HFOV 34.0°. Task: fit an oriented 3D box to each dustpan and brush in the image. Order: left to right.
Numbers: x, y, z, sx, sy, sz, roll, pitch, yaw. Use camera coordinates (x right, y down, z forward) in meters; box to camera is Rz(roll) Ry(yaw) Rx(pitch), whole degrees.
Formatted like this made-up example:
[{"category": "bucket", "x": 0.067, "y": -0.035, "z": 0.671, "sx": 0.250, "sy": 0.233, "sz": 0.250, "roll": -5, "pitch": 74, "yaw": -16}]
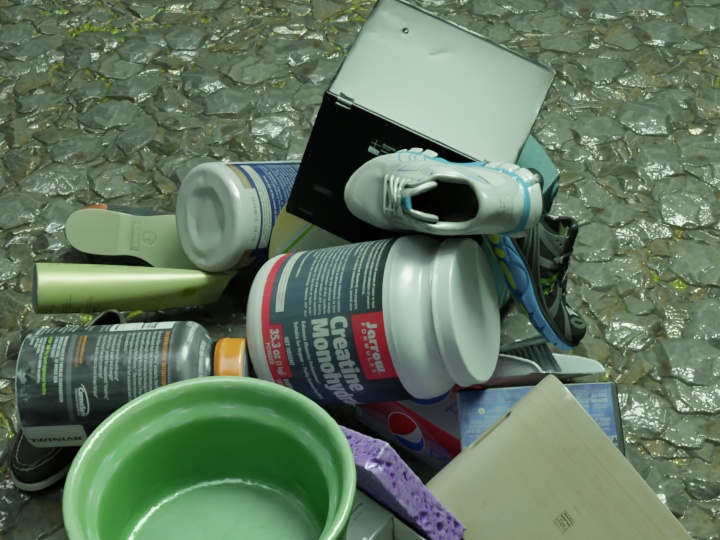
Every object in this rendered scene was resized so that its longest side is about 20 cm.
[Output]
[{"category": "dustpan and brush", "x": 0.124, "y": 0.087, "z": 1.149, "sx": 0.198, "sy": 0.058, "sz": 0.139, "roll": -14, "pitch": -12, "yaw": 35}]

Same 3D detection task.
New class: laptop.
[{"category": "laptop", "x": 0.057, "y": -0.122, "z": 1.112, "sx": 0.185, "sy": 0.202, "sz": 0.116, "roll": 25, "pitch": 28, "yaw": 6}]

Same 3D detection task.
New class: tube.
[{"category": "tube", "x": -0.234, "y": 0.019, "z": 1.208, "sx": 0.197, "sy": 0.053, "sz": 0.058, "roll": 0, "pitch": 19, "yaw": -22}]

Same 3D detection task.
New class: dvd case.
[{"category": "dvd case", "x": 0.159, "y": 0.197, "z": 0.995, "sx": 0.140, "sy": 0.018, "sz": 0.203, "roll": -3, "pitch": 71, "yaw": -1}]

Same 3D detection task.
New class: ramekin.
[{"category": "ramekin", "x": -0.100, "y": 0.178, "z": 0.818, "sx": 0.196, "sy": 0.099, "sz": 0.202, "roll": -1, "pitch": 39, "yaw": 1}]

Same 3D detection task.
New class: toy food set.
[{"category": "toy food set", "x": 0.165, "y": 0.206, "z": 0.958, "sx": 0.143, "sy": 0.060, "sz": 0.201, "roll": -39, "pitch": 72, "yaw": -1}]

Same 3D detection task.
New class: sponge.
[{"category": "sponge", "x": -0.004, "y": 0.167, "z": 0.976, "sx": 0.030, "sy": 0.112, "sz": 0.199, "roll": -51, "pitch": 26, "yaw": -17}]

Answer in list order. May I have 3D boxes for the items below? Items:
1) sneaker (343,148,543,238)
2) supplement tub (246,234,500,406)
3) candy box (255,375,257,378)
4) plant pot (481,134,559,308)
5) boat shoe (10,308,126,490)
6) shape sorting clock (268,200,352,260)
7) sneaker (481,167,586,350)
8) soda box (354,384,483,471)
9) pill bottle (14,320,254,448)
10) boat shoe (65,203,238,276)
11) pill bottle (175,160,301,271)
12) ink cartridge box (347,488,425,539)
[{"category": "sneaker", "x": 0.051, "y": -0.065, "z": 0.996, "sx": 0.198, "sy": 0.076, "sz": 0.086, "roll": 4, "pitch": 8, "yaw": 42}, {"category": "supplement tub", "x": 0.011, "y": 0.046, "z": 1.041, "sx": 0.197, "sy": 0.142, "sz": 0.141, "roll": -8, "pitch": 37, "yaw": 25}, {"category": "candy box", "x": -0.171, "y": 0.156, "z": 1.098, "sx": 0.113, "sy": 0.056, "sz": 0.201, "roll": 6, "pitch": 42, "yaw": 10}, {"category": "plant pot", "x": 0.092, "y": -0.067, "z": 1.230, "sx": 0.198, "sy": 0.199, "sz": 0.196, "roll": 23, "pitch": 35, "yaw": 16}, {"category": "boat shoe", "x": -0.281, "y": 0.120, "z": 1.139, "sx": 0.071, "sy": 0.061, "sz": 0.202, "roll": 10, "pitch": 43, "yaw": 15}, {"category": "shape sorting clock", "x": 0.000, "y": 0.000, "z": 1.167, "sx": 0.197, "sy": 0.203, "sz": 0.039, "roll": 17, "pitch": 25, "yaw": 20}, {"category": "sneaker", "x": 0.169, "y": -0.006, "z": 1.064, "sx": 0.082, "sy": 0.201, "sz": 0.071, "roll": -31, "pitch": 33, "yaw": -2}, {"category": "soda box", "x": 0.087, "y": 0.145, "z": 1.097, "sx": 0.198, "sy": 0.064, "sz": 0.070, "roll": 28, "pitch": 49, "yaw": 30}, {"category": "pill bottle", "x": -0.194, "y": 0.100, "z": 1.040, "sx": 0.196, "sy": 0.107, "sz": 0.107, "roll": -3, "pitch": 41, "yaw": 5}, {"category": "boat shoe", "x": -0.227, "y": -0.031, "z": 1.309, "sx": 0.196, "sy": 0.072, "sz": 0.063, "roll": 11, "pitch": 2, "yaw": 2}, {"category": "pill bottle", "x": -0.091, "y": -0.061, "z": 1.264, "sx": 0.198, "sy": 0.112, "sz": 0.111, "roll": -7, "pitch": 34, "yaw": -46}, {"category": "ink cartridge box", "x": -0.031, "y": 0.224, "z": 0.968, "sx": 0.198, "sy": 0.116, "sz": 0.068, "roll": 29, "pitch": 57, "yaw": 31}]
